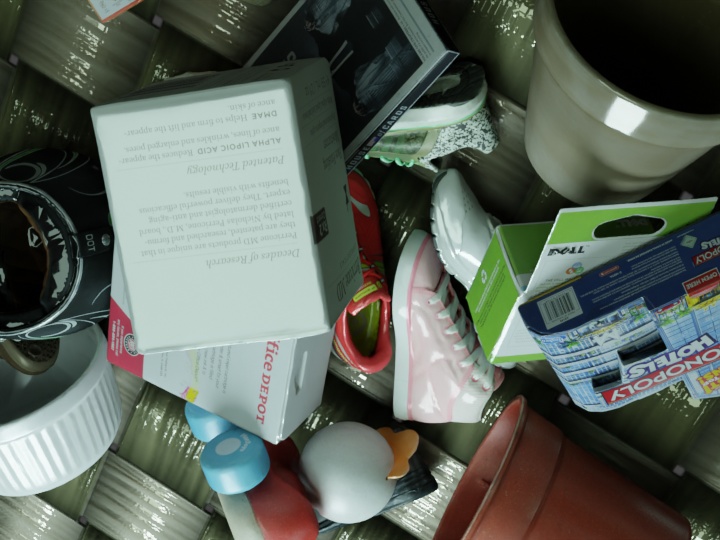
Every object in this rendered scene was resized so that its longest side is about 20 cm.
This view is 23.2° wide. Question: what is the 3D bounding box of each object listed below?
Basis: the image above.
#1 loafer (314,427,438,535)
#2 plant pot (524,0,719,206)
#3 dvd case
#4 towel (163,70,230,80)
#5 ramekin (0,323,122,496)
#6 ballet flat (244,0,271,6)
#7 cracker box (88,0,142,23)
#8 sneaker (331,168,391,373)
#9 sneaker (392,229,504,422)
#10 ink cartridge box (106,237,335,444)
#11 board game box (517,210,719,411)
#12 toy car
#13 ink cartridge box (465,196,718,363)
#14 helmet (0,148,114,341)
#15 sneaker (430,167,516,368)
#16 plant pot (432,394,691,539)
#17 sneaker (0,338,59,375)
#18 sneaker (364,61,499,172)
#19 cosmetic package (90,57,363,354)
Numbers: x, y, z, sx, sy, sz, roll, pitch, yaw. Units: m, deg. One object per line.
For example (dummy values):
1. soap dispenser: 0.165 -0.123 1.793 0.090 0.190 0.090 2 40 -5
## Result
1. loafer: -0.013 0.218 1.764 0.199 0.073 0.073 -25 83 31
2. plant pot: 0.212 -0.146 1.380 0.199 0.200 0.174 32 144 6
3. dvd case: -0.017 -0.173 1.498 0.200 0.025 0.151 -45 60 29
4. towel: -0.130 -0.114 1.586 0.200 0.034 0.133 10 127 61
5. ramekin: -0.340 0.139 1.793 0.199 0.201 0.106 -1 126 26
6. ballet flat: -0.111 -0.315 1.499 0.067 0.062 0.201 7 121 23
7. cracker box: -0.225 -0.330 1.501 0.057 0.134 0.201 -22 106 34
8. sneaker: 0.000 0.000 1.595 0.085 0.077 0.201 -141 37 -61
9. sneaker: 0.085 0.057 1.613 0.104 0.075 0.201 9 122 16
10. ink cartridge box: -0.128 0.046 1.601 0.199 0.086 0.148 23 123 19
11. board game box: 0.256 0.056 1.452 0.199 0.062 0.200 -26 143 10
12. toy car: -0.040 0.192 1.671 0.199 0.177 0.185 -21 118 -5
13. ink cartridge box: 0.188 -0.015 1.447 0.147 0.076 0.201 -4 142 -19
14. helmet: -0.305 -0.026 1.682 0.198 0.191 0.202 2 100 12
15. sneaker: 0.124 -0.010 1.567 0.087 0.075 0.201 -20 115 21
16. plant pot: 0.185 0.248 1.610 0.194 0.201 0.201 28 127 -1
17. sneaker: -0.367 0.051 1.791 0.200 0.070 0.076 53 129 38
18. sneaker: 0.036 -0.114 1.544 0.199 0.077 0.089 -10 126 34
19. cosmetic package: -0.102 -0.056 1.417 0.164 0.165 0.202 -7 102 12
